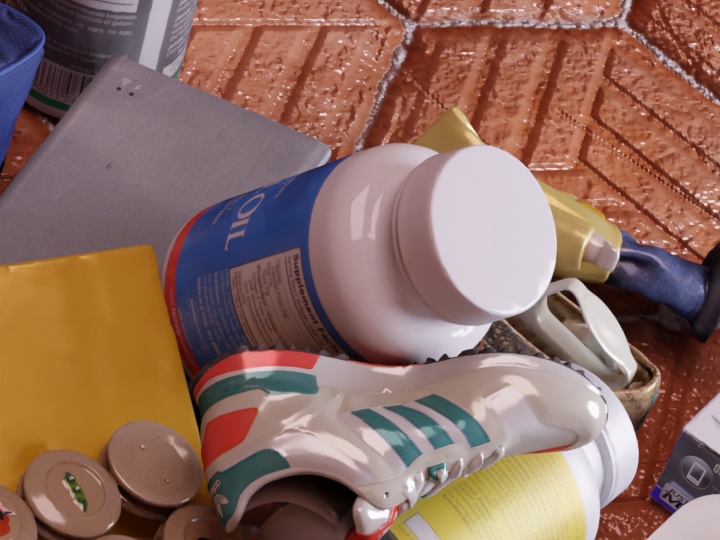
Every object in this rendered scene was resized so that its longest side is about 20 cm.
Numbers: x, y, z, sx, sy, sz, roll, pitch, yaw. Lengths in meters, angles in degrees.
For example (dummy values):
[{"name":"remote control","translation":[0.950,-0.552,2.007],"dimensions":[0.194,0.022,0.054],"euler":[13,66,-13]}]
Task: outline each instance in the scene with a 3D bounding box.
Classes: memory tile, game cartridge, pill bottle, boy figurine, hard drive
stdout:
[{"name":"memory tile","translation":[-0.096,0.163,1.253],"dimensions":[0.153,0.017,0.200],"euler":[-14,61,-42]},{"name":"game cartridge","translation":[-0.161,0.096,1.323],"dimensions":[0.176,0.032,0.201],"euler":[-8,76,-25]},{"name":"pill bottle","translation":[0.000,0.000,1.343],"dimensions":[0.112,0.200,0.113],"euler":[13,70,-39]},{"name":"boy figurine","translation":[0.118,-0.028,1.560],"dimensions":[0.200,0.065,0.124],"euler":[27,11,0]},{"name":"hard drive","translation":[-0.123,-0.017,1.461],"dimensions":[0.139,0.033,0.200],"euler":[24,54,14]},{"name":"pill bottle","translation":[-0.140,-0.189,1.542],"dimensions":[0.113,0.200,0.113],"euler":[10,45,-10]},{"name":"pill bottle","translation":[0.049,0.124,1.369],"dimensions":[0.112,0.112,0.200],"euler":[41,48,21]}]

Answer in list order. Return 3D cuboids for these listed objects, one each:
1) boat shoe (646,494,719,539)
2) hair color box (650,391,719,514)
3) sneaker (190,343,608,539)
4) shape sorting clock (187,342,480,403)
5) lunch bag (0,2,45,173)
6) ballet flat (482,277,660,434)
[{"name":"boat shoe","translation":[0.141,0.181,1.378],"dimensions":[0.072,0.069,0.200],"euler":[18,33,31]},{"name":"hair color box","translation":[0.261,0.088,1.511],"dimensions":[0.109,0.065,0.200],"euler":[37,45,17]},{"name":"sneaker","translation":[0.020,0.090,1.279],"dimensions":[0.199,0.070,0.094],"euler":[3,60,-12]},{"name":"shape sorting clock","translation":[-0.030,0.014,1.501],"dimensions":[0.199,0.039,0.200],"euler":[10,45,-10]},{"name":"lunch bag","translation":[-0.268,-0.069,1.426],"dimensions":[0.136,0.133,0.200],"euler":[28,29,10]},{"name":"ballet flat","translation":[0.086,0.012,1.482],"dimensions":[0.200,0.065,0.071],"euler":[41,39,-6]}]
